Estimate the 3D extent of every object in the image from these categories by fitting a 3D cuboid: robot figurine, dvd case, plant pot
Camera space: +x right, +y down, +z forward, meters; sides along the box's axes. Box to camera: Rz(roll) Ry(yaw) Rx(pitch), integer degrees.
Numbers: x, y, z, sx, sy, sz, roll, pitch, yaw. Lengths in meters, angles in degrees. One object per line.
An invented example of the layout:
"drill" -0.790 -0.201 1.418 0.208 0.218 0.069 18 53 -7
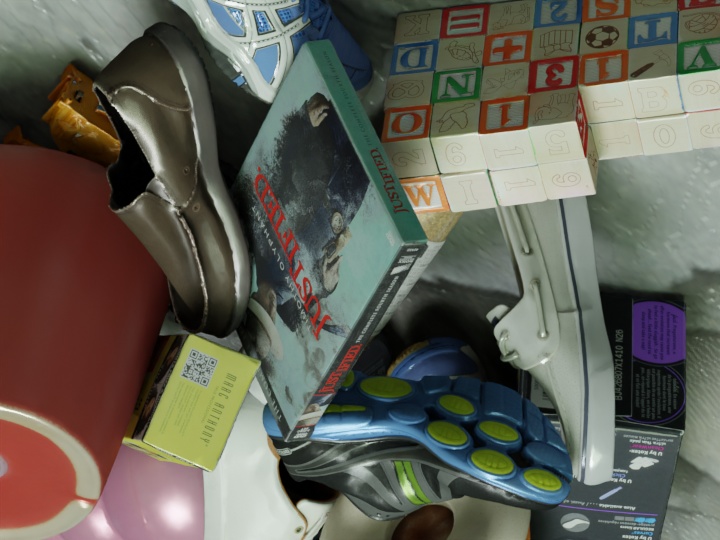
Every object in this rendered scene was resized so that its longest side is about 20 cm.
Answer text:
"robot figurine" -0.127 -0.041 1.606 0.199 0.058 0.145 32 131 -21
"dvd case" -0.031 -0.014 1.475 0.022 0.147 0.200 -9 149 -29
"plant pot" -0.215 0.053 1.537 0.199 0.178 0.201 2 139 2

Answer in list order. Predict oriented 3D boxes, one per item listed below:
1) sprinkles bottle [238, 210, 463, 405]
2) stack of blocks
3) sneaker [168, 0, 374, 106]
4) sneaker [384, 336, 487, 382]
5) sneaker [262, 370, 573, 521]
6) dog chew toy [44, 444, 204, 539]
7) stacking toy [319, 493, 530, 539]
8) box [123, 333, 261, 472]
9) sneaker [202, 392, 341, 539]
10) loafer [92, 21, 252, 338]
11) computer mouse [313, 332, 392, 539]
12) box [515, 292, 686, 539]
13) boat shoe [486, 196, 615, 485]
"sprinkles bottle" 0.000 0.000 1.579 0.068 0.068 0.200 28 113 -19
"stack of blocks" 0.118 -0.101 1.470 0.199 0.116 0.059 -6 134 13
"sneaker" -0.059 -0.164 1.460 0.077 0.076 0.200 -27 127 36
"sneaker" 0.066 0.131 1.716 0.075 0.088 0.201 -19 136 -7
"sneaker" 0.037 0.111 1.544 0.198 0.071 0.083 7 134 23
"dog chew toy" -0.159 0.149 1.764 0.199 0.125 0.125 -14 132 33
"stacking toy" 0.074 0.215 1.640 0.145 0.147 0.200 -15 134 22
"box" -0.115 0.080 1.583 0.050 0.076 0.200 24 174 -11
"sneaker" -0.055 0.176 1.655 0.084 0.073 0.201 6 117 17
"loafer" -0.119 -0.046 1.500 0.071 0.073 0.201 -23 118 -22
"computer mouse" -0.025 0.113 1.721 0.053 0.138 0.201 30 136 32
"box" 0.150 0.123 1.683 0.105 0.123 0.201 6 135 2
"boat shoe" 0.112 0.034 1.552 0.069 0.201 0.071 -6 168 -3
